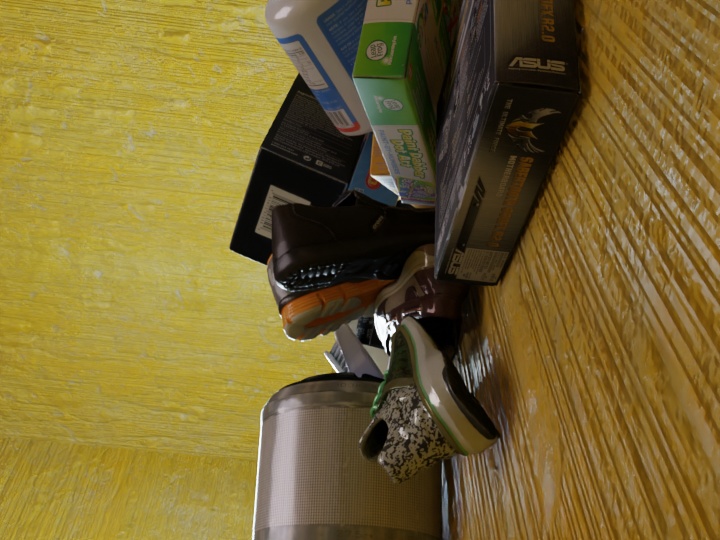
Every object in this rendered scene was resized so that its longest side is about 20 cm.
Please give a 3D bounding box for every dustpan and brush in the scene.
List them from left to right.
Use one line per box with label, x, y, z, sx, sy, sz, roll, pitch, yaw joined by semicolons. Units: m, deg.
dustpan and brush;0.007;0.144;1.028;0.202;0.057;0.140;54;174;6

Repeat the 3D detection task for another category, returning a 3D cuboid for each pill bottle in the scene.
pill bottle;-0.028;-0.248;0.914;0.201;0.111;0.113;54;-160;-29

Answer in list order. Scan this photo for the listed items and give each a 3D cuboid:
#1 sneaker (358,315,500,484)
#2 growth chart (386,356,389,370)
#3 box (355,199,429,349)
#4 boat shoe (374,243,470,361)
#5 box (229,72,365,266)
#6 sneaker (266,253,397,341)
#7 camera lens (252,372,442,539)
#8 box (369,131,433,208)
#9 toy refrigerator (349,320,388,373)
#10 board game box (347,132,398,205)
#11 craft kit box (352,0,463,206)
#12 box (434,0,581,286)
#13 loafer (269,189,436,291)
sneaker;0.030;0.093;0.642;0.078;0.088;0.200;55;180;-7
growth chart;0.046;0.119;1.116;0.145;0.017;0.205;-97;13;-72
box;0.035;0.011;1.067;0.200;0.042;0.164;145;137;-83
boat shoe;0.051;0.050;0.763;0.201;0.070;0.074;117;160;-64
box;-0.067;-0.117;1.076;0.202;0.105;0.150;-75;7;-51
sneaker;0.000;0.000;0.834;0.078;0.197;0.079;56;134;23
camera lens;-0.010;0.198;0.749;0.161;0.156;0.205;104;169;-66
box;0.055;-0.173;0.869;0.119;0.041;0.205;25;-114;-63
toy refrigerator;0.013;0.083;1.255;0.070;0.074;0.205;124;151;-82
board game box;0.022;-0.123;1.073;0.196;0.055;0.204;120;170;-69
craft kit box;0.051;-0.185;0.724;0.201;0.047;0.202;60;-144;-65
box;0.086;-0.109;0.578;0.201;0.047;0.162;101;175;-58
loafer;0.009;-0.036;0.733;0.073;0.197;0.073;-35;70;42
